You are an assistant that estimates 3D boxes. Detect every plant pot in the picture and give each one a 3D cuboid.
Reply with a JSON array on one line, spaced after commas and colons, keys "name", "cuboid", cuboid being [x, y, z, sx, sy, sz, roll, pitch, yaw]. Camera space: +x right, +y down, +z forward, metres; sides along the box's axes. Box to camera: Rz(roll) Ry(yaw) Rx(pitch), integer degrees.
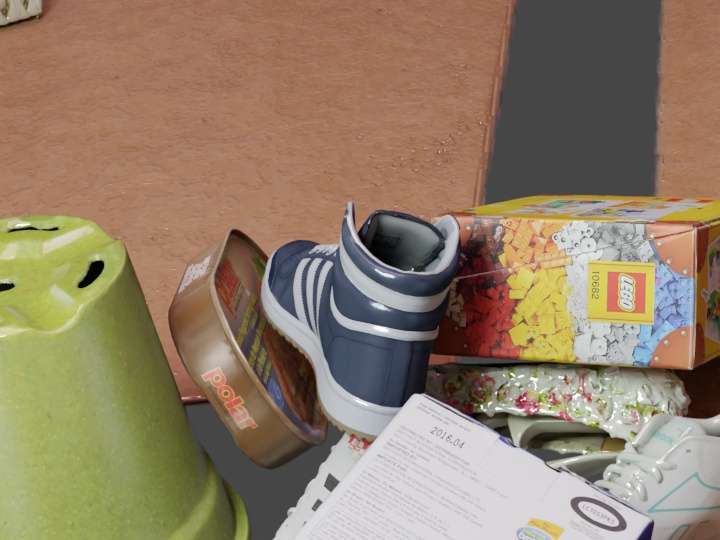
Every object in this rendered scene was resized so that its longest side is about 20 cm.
[{"name": "plant pot", "cuboid": [-0.169, 0.080, 1.216, 0.198, 0.186, 0.201, -7, 28, 4]}]

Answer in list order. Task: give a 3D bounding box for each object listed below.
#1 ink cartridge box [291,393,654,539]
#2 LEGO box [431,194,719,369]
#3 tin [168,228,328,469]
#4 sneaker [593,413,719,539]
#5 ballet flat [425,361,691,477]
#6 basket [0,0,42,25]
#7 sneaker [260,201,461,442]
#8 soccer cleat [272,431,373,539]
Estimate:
[{"name": "ink cartridge box", "cuboid": [0.044, 0.149, 1.068, 0.136, 0.077, 0.200, 27, 55, 22]}, {"name": "LEGO box", "cuboid": [0.140, 0.002, 1.298, 0.148, 0.078, 0.200, 3, 6, 22]}, {"name": "tin", "cuboid": [-0.061, 0.042, 1.306, 0.042, 0.113, 0.200, -28, 11, 9]}, {"name": "sneaker", "cuboid": [0.143, 0.116, 1.167, 0.199, 0.081, 0.070, -25, 33, -23]}, {"name": "ballet flat", "cuboid": [0.081, 0.084, 1.263, 0.198, 0.076, 0.064, -4, 62, 22]}, {"name": "basket", "cuboid": [-0.357, -0.296, 2.013, 0.122, 0.137, 0.200, -14, 29, -13]}, {"name": "sneaker", "cuboid": [0.000, 0.000, 1.240, 0.069, 0.109, 0.200, 4, 23, -18]}, {"name": "soccer cleat", "cuboid": [-0.012, 0.134, 1.189, 0.084, 0.069, 0.201, -5, 36, 4]}]
